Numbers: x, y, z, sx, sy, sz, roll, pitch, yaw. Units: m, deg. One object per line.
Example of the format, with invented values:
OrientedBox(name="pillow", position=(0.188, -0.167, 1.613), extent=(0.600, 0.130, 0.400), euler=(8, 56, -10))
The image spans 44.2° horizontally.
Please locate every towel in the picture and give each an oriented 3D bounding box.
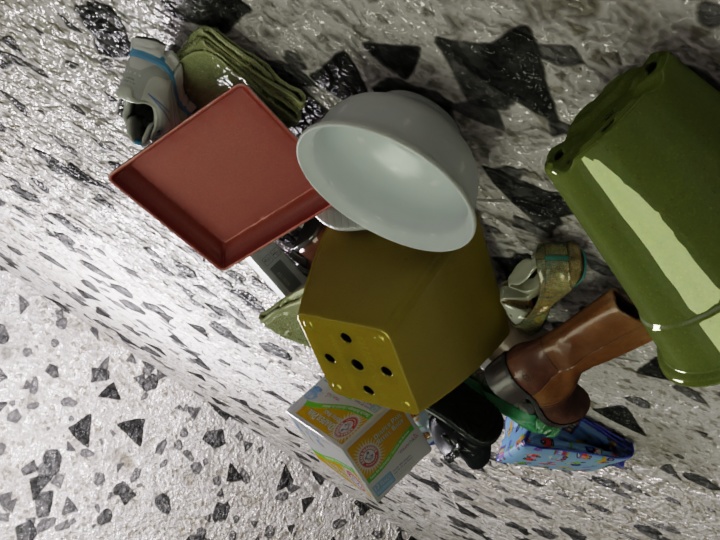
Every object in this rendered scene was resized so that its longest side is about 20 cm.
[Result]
OrientedBox(name="towel", position=(-0.152, -0.201, 1.005), extent=(0.147, 0.037, 0.199), euler=(36, 158, -21))
OrientedBox(name="towel", position=(-0.032, 0.075, 1.265), extent=(0.198, 0.037, 0.147), euler=(26, 138, -36))

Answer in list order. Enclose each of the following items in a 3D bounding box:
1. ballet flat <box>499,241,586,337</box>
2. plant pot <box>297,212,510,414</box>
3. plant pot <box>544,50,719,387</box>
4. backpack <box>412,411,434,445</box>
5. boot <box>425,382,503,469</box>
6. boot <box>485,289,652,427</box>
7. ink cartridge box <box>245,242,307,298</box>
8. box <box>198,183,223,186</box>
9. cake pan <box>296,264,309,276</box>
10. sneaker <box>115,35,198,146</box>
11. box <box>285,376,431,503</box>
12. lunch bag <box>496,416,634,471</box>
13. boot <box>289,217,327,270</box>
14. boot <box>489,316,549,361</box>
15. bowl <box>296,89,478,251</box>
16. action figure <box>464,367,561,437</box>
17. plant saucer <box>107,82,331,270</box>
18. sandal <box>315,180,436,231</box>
OrientedBox(name="ballet flat", position=(0.196, 0.022, 1.023), extent=(0.070, 0.072, 0.201), euler=(27, 155, 3))
OrientedBox(name="plant pot", position=(0.038, 0.050, 1.064), extent=(0.197, 0.177, 0.203), euler=(9, 136, 36))
OrientedBox(name="plant pot", position=(0.244, -0.054, 0.667), extent=(0.190, 0.201, 0.200), euler=(45, 157, -7))
OrientedBox(name="backpack", position=(0.094, 0.193, 1.394), extent=(0.150, 0.205, 0.191), euler=(3, 167, -3))
OrientedBox(name="boot", position=(0.105, 0.187, 1.224), extent=(0.199, 0.077, 0.169), euler=(38, 160, 14))
OrientedBox(name="boot", position=(0.275, 0.102, 1.055), extent=(0.187, 0.070, 0.199), euler=(31, 128, -31))
OrientedBox(name="ink cartridge box", position=(-0.128, 0.003, 1.379), extent=(0.160, 0.047, 0.200), euler=(46, 174, 14))
OrientedBox(name="box", position=(-0.143, -0.105, 1.107), extent=(0.114, 0.050, 0.200), euler=(-6, 163, -3))
OrientedBox(name="cake pan", position=(-0.048, 0.062, 1.422), extent=(0.199, 0.037, 0.202), euler=(35, 154, 20))
OrientedBox(name="sneaker", position=(-0.229, -0.169, 1.003), extent=(0.073, 0.088, 0.201), euler=(17, 159, 17))
OrientedBox(name="box", position=(-0.006, 0.227, 1.267), extent=(0.102, 0.112, 0.199), euler=(58, 161, -21))
OrientedBox(name="lunch bag", position=(0.343, 0.289, 1.457), extent=(0.196, 0.096, 0.151), euler=(19, 157, -2))
OrientedBox(name="boot", position=(0.000, 0.000, 1.234), extent=(0.197, 0.069, 0.188), euler=(29, 159, -3))
OrientedBox(name="boot", position=(0.166, 0.066, 1.174), extent=(0.198, 0.071, 0.146), euler=(4, 146, 48))
OrientedBox(name="bowl", position=(0.041, -0.113, 0.884), extent=(0.198, 0.092, 0.202), euler=(25, 159, 10))
OrientedBox(name="action figure", position=(0.188, 0.165, 1.200), extent=(0.199, 0.055, 0.118), euler=(34, 175, 34))
OrientedBox(name="plant saucer", position=(-0.146, -0.106, 1.001), extent=(0.197, 0.037, 0.200), euler=(-29, 134, 20))
OrientedBox(name="sandal", position=(0.016, -0.082, 1.029), extent=(0.200, 0.085, 0.049), euler=(12, -177, 39))
